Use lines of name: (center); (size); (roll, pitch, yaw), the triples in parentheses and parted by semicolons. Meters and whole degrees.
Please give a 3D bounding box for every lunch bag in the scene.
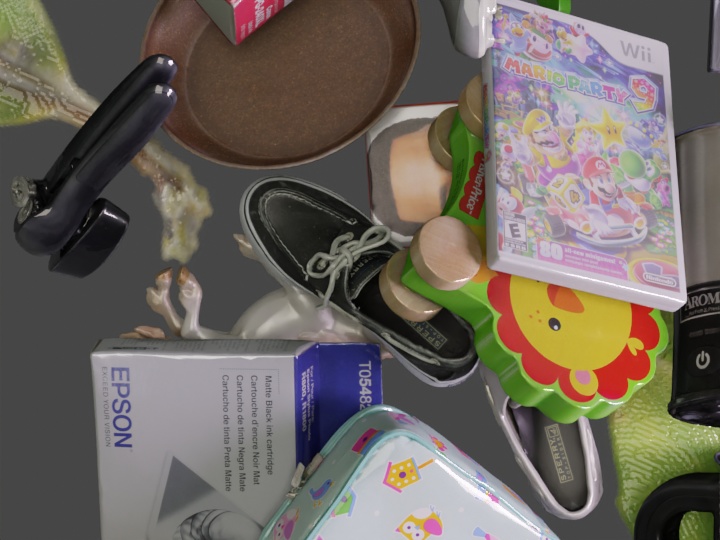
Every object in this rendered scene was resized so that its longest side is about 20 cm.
lunch bag: (0.031, 0.196, 1.543); (0.200, 0.077, 0.161); (37, 94, -25)

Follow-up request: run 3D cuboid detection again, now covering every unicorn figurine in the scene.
unicorn figurine: (-0.057, 0.031, 1.589); (0.199, 0.074, 0.138); (-31, 99, 14)

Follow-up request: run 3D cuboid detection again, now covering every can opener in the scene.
can opener: (-0.181, -0.077, 1.559); (0.078, 0.064, 0.200); (13, 131, -31)

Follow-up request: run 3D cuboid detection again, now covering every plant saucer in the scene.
plant saucer: (-0.053, -0.148, 1.570); (0.199, 0.037, 0.202); (-6, 61, 10)

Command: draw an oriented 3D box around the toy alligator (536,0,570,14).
toy alligator: (0.119, -0.270, 1.593); (0.054, 0.059, 0.202); (-4, 89, 42)

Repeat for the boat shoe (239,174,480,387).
boat shoe: (-0.002, 0.002, 1.517); (0.074, 0.068, 0.199); (-44, 79, -8)

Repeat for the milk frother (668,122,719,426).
milk frother: (0.312, 0.012, 1.546); (0.179, 0.200, 0.190); (-6, 74, 29)

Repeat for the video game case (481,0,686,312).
video game case: (0.145, -0.079, 1.489); (0.142, 0.018, 0.201); (13, 60, -23)

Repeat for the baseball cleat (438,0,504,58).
baseball cleat: (0.037, -0.232, 1.481); (0.105, 0.070, 0.202); (-4, 74, -2)

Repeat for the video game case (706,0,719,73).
video game case: (0.348, -0.206, 1.601); (0.198, 0.019, 0.144); (3, 89, 1)

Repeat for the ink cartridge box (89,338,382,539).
ink cartridge box: (-0.083, 0.146, 1.564); (0.198, 0.041, 0.201); (0, 106, 6)

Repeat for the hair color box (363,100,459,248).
hair color box: (0.104, -0.070, 1.584); (0.198, 0.061, 0.102); (-5, 90, 2)

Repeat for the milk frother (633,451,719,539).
milk frother: (0.261, 0.223, 1.503); (0.179, 0.200, 0.190); (-1, 95, 10)

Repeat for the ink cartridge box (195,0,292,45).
ink cartridge box: (-0.055, -0.277, 1.554); (0.200, 0.083, 0.145); (-39, 78, -11)

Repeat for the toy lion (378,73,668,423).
toy lion: (0.120, -0.006, 1.489); (0.191, 0.069, 0.201); (27, 55, -13)

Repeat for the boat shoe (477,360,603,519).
boat shoe: (0.118, 0.079, 1.579); (0.071, 0.066, 0.202); (-16, 89, 2)
